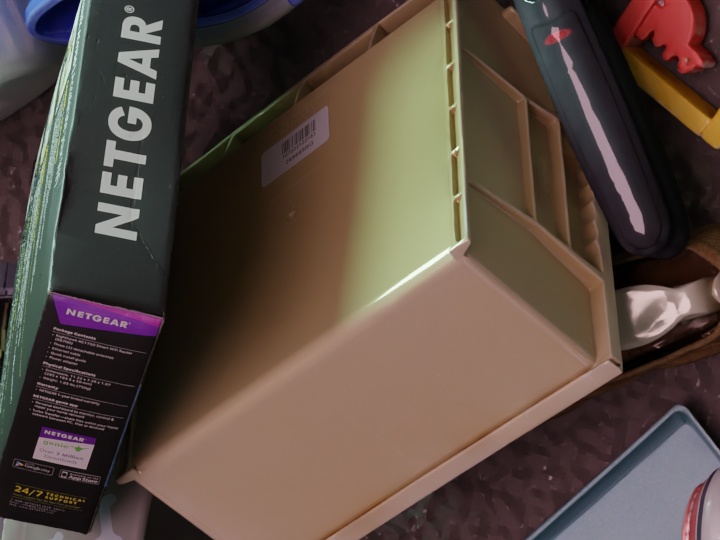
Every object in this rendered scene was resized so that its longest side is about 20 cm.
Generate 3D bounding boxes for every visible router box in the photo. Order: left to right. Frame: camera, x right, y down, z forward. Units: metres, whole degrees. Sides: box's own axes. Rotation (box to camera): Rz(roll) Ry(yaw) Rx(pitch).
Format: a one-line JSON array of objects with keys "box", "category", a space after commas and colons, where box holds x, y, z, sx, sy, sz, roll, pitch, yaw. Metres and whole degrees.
[{"box": [-0.111, -0.015, 1.183, 0.051, 0.200, 0.149, 12, 139, -10], "category": "router box"}]

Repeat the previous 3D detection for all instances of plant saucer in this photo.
[{"box": [0.095, 0.146, 1.264, 0.200, 0.019, 0.070, -44, 74, 22], "category": "plant saucer"}]

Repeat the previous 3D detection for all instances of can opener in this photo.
[{"box": [0.091, -0.098, 1.189, 0.079, 0.063, 0.200, -24, 72, 29], "category": "can opener"}]

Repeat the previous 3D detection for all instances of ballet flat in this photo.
[{"box": [0.092, 0.029, 1.230, 0.200, 0.072, 0.068, -18, 87, 30], "category": "ballet flat"}]

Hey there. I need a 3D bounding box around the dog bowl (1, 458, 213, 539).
[{"box": [-0.105, 0.143, 1.272, 0.059, 0.200, 0.201, 4, 97, 11], "category": "dog bowl"}]

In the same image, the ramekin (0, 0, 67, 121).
[{"box": [-0.234, -0.099, 1.338, 0.200, 0.200, 0.098, -28, 88, 28], "category": "ramekin"}]

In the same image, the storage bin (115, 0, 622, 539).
[{"box": [0.000, 0.000, 1.219, 0.200, 0.094, 0.199, -35, 33, 28], "category": "storage bin"}]

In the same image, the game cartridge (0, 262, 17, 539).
[{"box": [-0.164, 0.092, 1.314, 0.041, 0.200, 0.133, 1, 111, -5], "category": "game cartridge"}]

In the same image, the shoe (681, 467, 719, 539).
[{"box": [0.137, 0.167, 1.194, 0.091, 0.071, 0.200, 6, 121, 31], "category": "shoe"}]

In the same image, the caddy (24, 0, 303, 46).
[{"box": [-0.062, -0.154, 1.264, 0.200, 0.141, 0.105, -19, 80, 30], "category": "caddy"}]

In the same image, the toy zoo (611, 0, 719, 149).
[{"box": [0.141, -0.145, 1.216, 0.200, 0.020, 0.131, 43, 113, 20], "category": "toy zoo"}]
